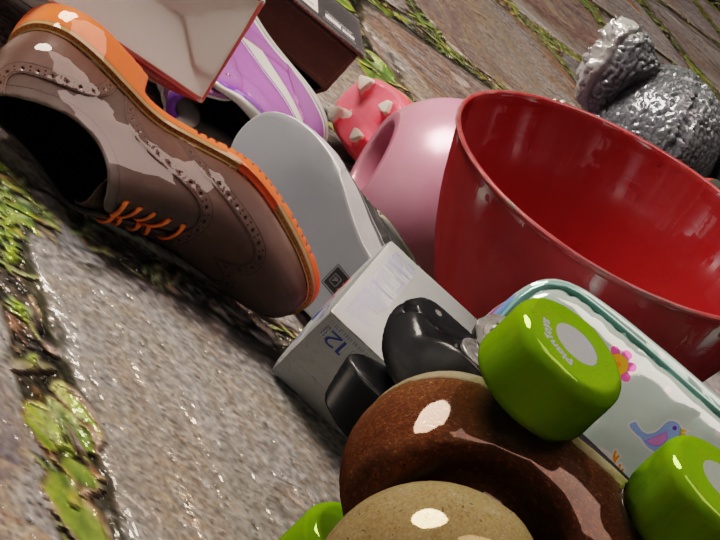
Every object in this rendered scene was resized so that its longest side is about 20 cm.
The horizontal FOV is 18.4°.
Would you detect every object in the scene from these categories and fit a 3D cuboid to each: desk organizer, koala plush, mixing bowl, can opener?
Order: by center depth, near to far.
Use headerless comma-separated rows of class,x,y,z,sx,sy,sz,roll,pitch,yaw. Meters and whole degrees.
can opener,0.081,0.088,0.951,0.200,0.079,0.063,38,34,1
mixing bowl,0.114,0.007,1.153,0.200,0.109,0.200,23,25,-11
desk organizer,-0.098,-0.179,1.391,0.200,0.077,0.072,38,17,-18
koala plush,0.170,-0.056,1.500,0.177,0.200,0.184,41,17,-9

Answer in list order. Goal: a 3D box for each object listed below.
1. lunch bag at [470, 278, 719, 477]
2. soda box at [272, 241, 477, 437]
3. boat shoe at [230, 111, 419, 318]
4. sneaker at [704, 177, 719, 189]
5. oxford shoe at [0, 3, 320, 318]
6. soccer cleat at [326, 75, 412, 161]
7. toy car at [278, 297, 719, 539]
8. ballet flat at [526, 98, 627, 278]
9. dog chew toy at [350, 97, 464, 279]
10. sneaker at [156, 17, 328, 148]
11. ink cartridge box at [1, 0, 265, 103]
lunch bag,0.109,0.111,1.014,0.200,0.160,0.077,42,-17,0
soda box,0.057,0.083,1.095,0.200,0.068,0.063,42,49,-2
boat shoe,0.000,0.000,1.203,0.200,0.070,0.066,52,13,23
sneaker,0.176,0.021,1.413,0.098,0.201,0.071,19,37,22
oxford shoe,-0.105,-0.036,1.082,0.200,0.071,0.073,42,44,-13
soccer cleat,0.048,-0.050,1.447,0.076,0.067,0.200,32,17,-53
toy car,0.041,0.133,0.833,0.158,0.164,0.200,43,26,-1
ballet flat,0.132,0.000,1.256,0.046,0.067,0.200,-27,96,-86
dog chew toy,0.089,-0.015,1.317,0.200,0.125,0.125,30,19,-13
sneaker,-0.102,-0.133,1.284,0.200,0.073,0.114,45,20,3
ink cartridge box,-0.151,-0.160,1.176,0.116,0.068,0.200,34,-3,-32
